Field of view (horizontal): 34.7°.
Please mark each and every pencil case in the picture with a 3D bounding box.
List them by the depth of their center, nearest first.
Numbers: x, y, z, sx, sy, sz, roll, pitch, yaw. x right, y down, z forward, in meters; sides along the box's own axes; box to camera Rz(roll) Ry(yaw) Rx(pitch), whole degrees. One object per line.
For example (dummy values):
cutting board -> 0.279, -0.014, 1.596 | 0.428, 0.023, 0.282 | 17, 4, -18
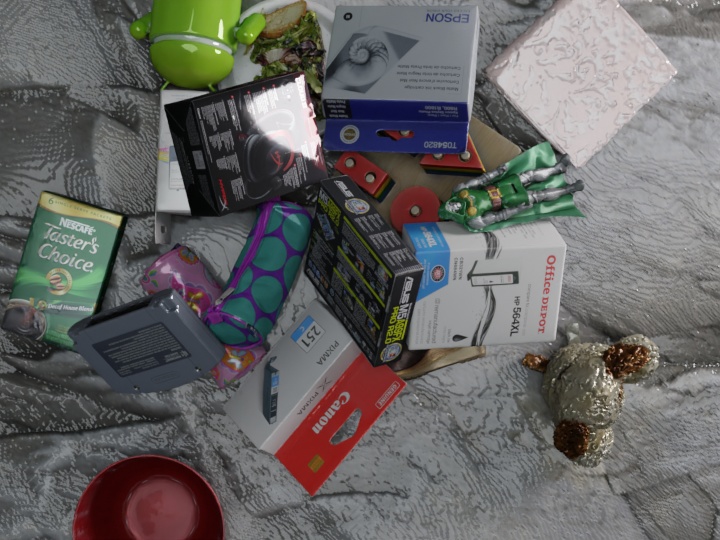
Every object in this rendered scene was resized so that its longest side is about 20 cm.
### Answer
pencil case -> -0.133, 0.002, 1.525 | 0.085, 0.092, 0.201 | 1, 56, 35
pencil case -> -0.215, 0.061, 1.565 | 0.087, 0.087, 0.200 | -39, 90, 0

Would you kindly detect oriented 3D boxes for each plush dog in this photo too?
plush dog -> 0.298, 0.155, 1.521 | 0.160, 0.172, 0.201 | 29, 92, 0

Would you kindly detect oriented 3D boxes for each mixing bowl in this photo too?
mixing bowl -> -0.276, 0.338, 1.554 | 0.199, 0.108, 0.201 | 0, 92, 0

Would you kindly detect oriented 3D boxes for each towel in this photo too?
towel -> 0.303, -0.273, 1.584 | 0.200, 0.032, 0.191 | -43, 92, 1

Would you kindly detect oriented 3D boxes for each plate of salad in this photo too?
plate of salad -> -0.099, -0.275, 1.574 | 0.199, 0.048, 0.201 | 0, 91, -1

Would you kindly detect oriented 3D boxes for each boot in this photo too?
boot -> 0.065, 0.063, 1.581 | 0.199, 0.072, 0.167 | -17, 81, 0

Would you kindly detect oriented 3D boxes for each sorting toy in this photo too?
sorting toy -> 0.076, -0.138, 1.534 | 0.199, 0.070, 0.200 | 37, 90, 20

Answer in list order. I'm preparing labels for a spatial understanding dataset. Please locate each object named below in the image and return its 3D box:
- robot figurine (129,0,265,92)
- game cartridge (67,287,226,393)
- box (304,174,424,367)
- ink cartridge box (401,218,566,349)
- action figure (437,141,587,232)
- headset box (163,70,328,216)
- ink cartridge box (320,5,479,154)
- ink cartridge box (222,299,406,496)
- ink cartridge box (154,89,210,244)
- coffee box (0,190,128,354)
robot figurine -> -0.219, -0.334, 1.532 | 0.174, 0.116, 0.201 | 4, 84, 10
game cartridge -> -0.278, 0.100, 1.519 | 0.199, 0.042, 0.133 | -18, 126, 33
box -> 0.000, 0.000, 1.484 | 0.044, 0.200, 0.161 | -13, 135, -28
ink cartridge box -> 0.154, 0.016, 1.481 | 0.199, 0.084, 0.147 | -3, 117, -9
action figure -> 0.186, -0.096, 1.465 | 0.199, 0.055, 0.118 | -18, 68, -21
headset box -> -0.136, -0.167, 1.486 | 0.199, 0.075, 0.149 | -23, 107, -36
ink cartridge box -> 0.051, -0.253, 1.508 | 0.199, 0.041, 0.201 | 2, 72, 13
ink cartridge box -> -0.064, 0.168, 1.541 | 0.200, 0.045, 0.176 | -50, 56, 1
ink cartridge box -> -0.230, -0.133, 1.541 | 0.067, 0.117, 0.201 | 3, 91, 1
coffee box -> -0.406, 0.001, 1.579 | 0.122, 0.044, 0.201 | 18, 91, -1
